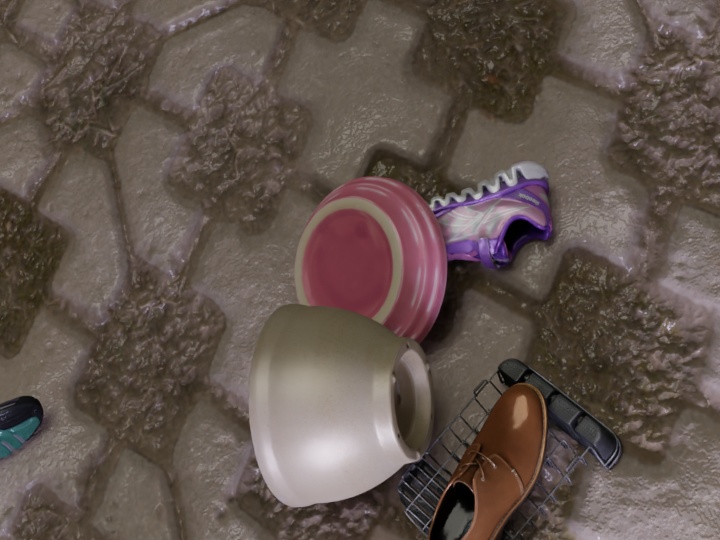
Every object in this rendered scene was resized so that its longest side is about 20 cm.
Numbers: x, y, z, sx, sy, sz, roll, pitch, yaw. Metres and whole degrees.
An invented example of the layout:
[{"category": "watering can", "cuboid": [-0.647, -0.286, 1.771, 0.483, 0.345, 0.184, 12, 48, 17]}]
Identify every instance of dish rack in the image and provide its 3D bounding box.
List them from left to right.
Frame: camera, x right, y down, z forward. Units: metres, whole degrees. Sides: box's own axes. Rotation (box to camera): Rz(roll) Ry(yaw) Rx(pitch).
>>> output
[{"category": "dish rack", "cuboid": [0.139, 0.194, 1.507, 0.200, 0.055, 0.153, -48, 54, -5]}]

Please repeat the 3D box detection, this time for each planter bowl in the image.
[{"category": "planter bowl", "cuboid": [-0.007, 0.130, 1.510, 0.133, 0.200, 0.202, -5, 60, 24]}]

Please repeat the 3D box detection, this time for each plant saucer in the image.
[{"category": "plant saucer", "cuboid": [0.000, 0.000, 1.625, 0.199, 0.051, 0.203, -4, 84, 40]}]

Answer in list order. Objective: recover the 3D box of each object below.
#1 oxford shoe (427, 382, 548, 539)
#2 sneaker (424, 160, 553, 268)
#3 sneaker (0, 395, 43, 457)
[{"category": "oxford shoe", "cuboid": [0.121, 0.191, 1.443, 0.071, 0.071, 0.202, 14, 69, 32]}, {"category": "sneaker", "cuboid": [0.120, -0.038, 1.635, 0.198, 0.081, 0.089, -24, 63, 8]}, {"category": "sneaker", "cuboid": [-0.458, 0.184, 1.761, 0.199, 0.075, 0.088, -32, 50, 5]}]
